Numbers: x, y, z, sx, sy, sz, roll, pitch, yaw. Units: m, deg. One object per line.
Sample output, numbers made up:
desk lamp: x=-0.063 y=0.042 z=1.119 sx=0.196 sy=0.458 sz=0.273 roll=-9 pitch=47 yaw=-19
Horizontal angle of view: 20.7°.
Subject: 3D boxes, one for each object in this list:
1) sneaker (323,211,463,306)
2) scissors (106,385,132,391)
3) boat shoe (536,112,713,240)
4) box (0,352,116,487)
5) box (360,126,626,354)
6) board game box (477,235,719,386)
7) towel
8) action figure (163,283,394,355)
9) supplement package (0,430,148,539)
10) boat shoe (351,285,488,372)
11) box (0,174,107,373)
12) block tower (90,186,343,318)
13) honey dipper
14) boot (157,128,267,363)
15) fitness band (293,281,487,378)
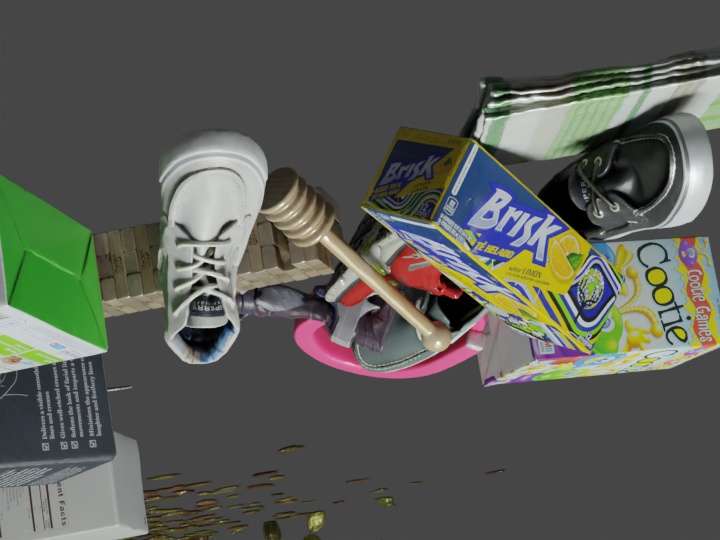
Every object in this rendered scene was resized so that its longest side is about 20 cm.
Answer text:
sneaker: x=0.036 y=-0.005 z=1.440 sx=0.085 sy=0.077 sz=0.200 roll=33 pitch=157 yaw=-10
scissors: x=-0.333 y=0.130 z=1.984 sx=0.200 sy=0.014 sz=0.073 roll=-8 pitch=166 yaw=2
boat shoe: x=0.166 y=-0.056 z=1.305 sx=0.066 sy=0.070 sz=0.200 roll=-10 pitch=177 yaw=-17
box: x=-0.306 y=0.089 z=1.513 sx=0.200 sy=0.149 sz=0.107 roll=0 pitch=164 yaw=-36
box: x=0.092 y=-0.018 z=1.317 sx=0.070 sy=0.064 sz=0.200 roll=15 pitch=164 yaw=45
board game box: x=0.209 y=0.035 z=1.750 sx=0.200 sy=0.105 sz=0.103 roll=-4 pitch=166 yaw=-25
towel: x=0.165 y=-0.108 z=1.272 sx=0.200 sy=0.031 sz=0.149 roll=-10 pitch=170 yaw=-6
action figure: x=-0.074 y=0.022 z=1.567 sx=0.200 sy=0.070 sz=0.130 roll=8 pitch=175 yaw=-3
supplement package: x=-0.367 y=0.265 z=2.321 sx=0.200 sy=0.120 sz=0.121 roll=-11 pitch=166 yaw=8
boat shoe: x=0.062 y=0.024 z=1.592 sx=0.200 sy=0.073 sz=0.062 roll=-34 pitch=177 yaw=26
box: x=-0.286 y=0.016 z=1.319 sx=0.176 sy=0.097 sz=0.200 roll=-11 pitch=168 yaw=10
block tower: x=-0.115 y=-0.011 z=1.426 sx=0.200 sy=0.054 sz=0.058 roll=-12 pitch=166 yaw=10
honey dipper: x=0.000 y=0.000 z=1.379 sx=0.038 sy=0.038 sz=0.200 roll=-17 pitch=135 yaw=33
boot: x=-0.097 y=-0.009 z=1.290 sx=0.073 sy=0.096 sz=0.200 roll=-2 pitch=156 yaw=-6
fitness band: x=0.025 y=0.048 z=1.734 sx=0.143 sy=0.037 sz=0.200 roll=19 pitch=154 yaw=-24
